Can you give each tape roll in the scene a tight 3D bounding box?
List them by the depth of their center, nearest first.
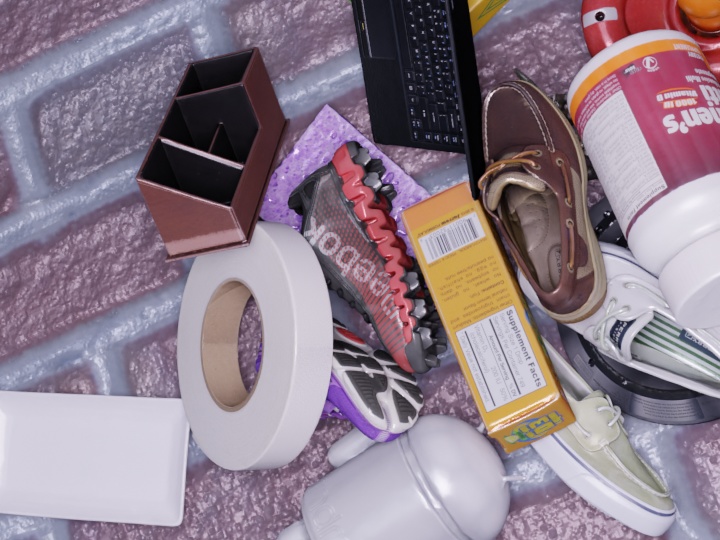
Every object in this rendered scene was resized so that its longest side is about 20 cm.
[{"bbox_3d":[-0.089,0.060,1.299,0.202,0.037,0.204,-8,81,56],"label":"tape roll"}]

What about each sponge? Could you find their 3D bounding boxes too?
[{"bbox_3d":[0.009,-0.035,1.348,0.200,0.030,0.112,42,95,19],"label":"sponge"}]

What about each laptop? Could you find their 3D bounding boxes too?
[{"bbox_3d":[0.036,-0.161,1.248,0.199,0.103,0.178,12,118,45],"label":"laptop"}]

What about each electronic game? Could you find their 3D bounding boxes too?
[{"bbox_3d":[0.247,0.020,1.257,0.199,0.042,0.201,-4,80,25],"label":"electronic game"}]

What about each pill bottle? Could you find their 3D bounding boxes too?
[{"bbox_3d":[0.233,-0.066,1.169,0.109,0.110,0.201,-26,61,12],"label":"pill bottle"}]

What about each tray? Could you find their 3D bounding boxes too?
[{"bbox_3d":[-0.238,0.162,1.398,0.199,0.022,0.108,1,82,18],"label":"tray"}]

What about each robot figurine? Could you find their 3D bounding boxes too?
[{"bbox_3d":[0.034,0.189,1.259,0.199,0.113,0.170,-34,62,9],"label":"robot figurine"}]

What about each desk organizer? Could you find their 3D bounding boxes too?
[{"bbox_3d":[-0.118,-0.099,1.311,0.071,0.200,0.077,-11,122,15],"label":"desk organizer"}]

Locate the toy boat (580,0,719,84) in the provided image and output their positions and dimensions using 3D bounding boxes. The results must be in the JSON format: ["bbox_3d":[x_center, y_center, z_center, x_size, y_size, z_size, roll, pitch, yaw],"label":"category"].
[{"bbox_3d":[0.268,-0.208,1.242,0.199,0.131,0.131,-9,78,16],"label":"toy boat"}]

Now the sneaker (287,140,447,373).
[{"bbox_3d":[0.000,0.000,1.293,0.098,0.071,0.201,-26,72,11],"label":"sneaker"}]

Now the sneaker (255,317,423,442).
[{"bbox_3d":[-0.021,0.094,1.293,0.200,0.080,0.084,35,108,55],"label":"sneaker"}]

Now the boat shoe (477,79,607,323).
[{"bbox_3d":[0.125,-0.060,1.189,0.072,0.072,0.201,-23,64,25],"label":"boat shoe"}]

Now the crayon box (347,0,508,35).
[{"bbox_3d":[0.082,-0.274,1.354,0.200,0.051,0.127,-45,72,7],"label":"crayon box"}]

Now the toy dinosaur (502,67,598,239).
[{"bbox_3d":[0.136,-0.085,1.278,0.102,0.077,0.201,-33,61,18],"label":"toy dinosaur"}]

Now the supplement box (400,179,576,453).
[{"bbox_3d":[0.098,0.035,1.241,0.068,0.067,0.201,-24,64,11],"label":"supplement box"}]

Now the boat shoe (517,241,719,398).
[{"bbox_3d":[0.204,0.034,1.190,0.199,0.067,0.074,20,120,17],"label":"boat shoe"}]

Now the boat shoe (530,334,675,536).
[{"bbox_3d":[0.170,0.121,1.245,0.200,0.072,0.062,42,111,21],"label":"boat shoe"}]
